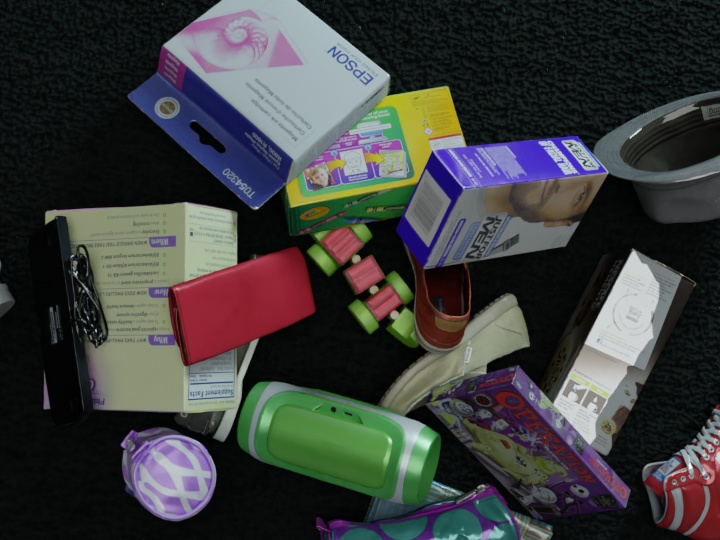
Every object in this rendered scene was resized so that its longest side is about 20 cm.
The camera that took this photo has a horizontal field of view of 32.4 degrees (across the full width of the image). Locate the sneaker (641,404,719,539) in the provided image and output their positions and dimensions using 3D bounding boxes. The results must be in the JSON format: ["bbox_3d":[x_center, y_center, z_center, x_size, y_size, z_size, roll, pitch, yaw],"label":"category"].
[{"bbox_3d":[0.369,0.189,1.331,0.111,0.071,0.202,12,88,-7],"label":"sneaker"}]

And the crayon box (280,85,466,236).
[{"bbox_3d":[0.011,-0.116,1.302,0.198,0.058,0.120,-10,59,-6],"label":"crayon box"}]

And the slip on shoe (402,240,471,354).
[{"bbox_3d":[0.085,-0.012,1.297,0.073,0.061,0.201,8,56,-14],"label":"slip on shoe"}]

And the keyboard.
[{"bbox_3d":[-0.278,0.049,1.210,0.039,0.104,0.202,-4,80,-40],"label":"keyboard"}]

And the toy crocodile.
[{"bbox_3d":[0.000,0.000,1.318,0.067,0.062,0.201,-37,89,-5],"label":"toy crocodile"}]

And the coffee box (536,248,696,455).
[{"bbox_3d":[0.259,0.084,1.307,0.079,0.113,0.201,28,86,-2],"label":"coffee box"}]

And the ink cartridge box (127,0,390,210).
[{"bbox_3d":[-0.105,-0.191,1.280,0.196,0.043,0.200,40,67,16],"label":"ink cartridge box"}]

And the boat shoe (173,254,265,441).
[{"bbox_3d":[-0.138,0.075,1.299,0.060,0.072,0.203,18,89,-8],"label":"boat shoe"}]

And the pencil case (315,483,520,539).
[{"bbox_3d":[0.059,0.278,1.274,0.198,0.085,0.093,-13,105,-6],"label":"pencil case"}]

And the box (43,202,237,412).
[{"bbox_3d":[-0.220,0.039,1.246,0.175,0.097,0.202,-2,85,26],"label":"box"}]

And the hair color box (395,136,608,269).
[{"bbox_3d":[0.145,-0.071,1.263,0.199,0.110,0.065,-11,50,-36],"label":"hair color box"}]

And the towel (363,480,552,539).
[{"bbox_3d":[0.093,0.309,1.328,0.199,0.022,0.148,20,86,-3],"label":"towel"}]

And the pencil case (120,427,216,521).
[{"bbox_3d":[-0.193,0.195,1.228,0.084,0.200,0.086,-43,97,-15],"label":"pencil case"}]

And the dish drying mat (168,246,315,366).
[{"bbox_3d":[-0.115,0.032,1.222,0.018,0.199,0.078,-4,100,36],"label":"dish drying mat"}]

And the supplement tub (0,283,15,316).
[{"bbox_3d":[-0.453,-0.020,1.243,0.145,0.145,0.201,-33,90,-5],"label":"supplement tub"}]

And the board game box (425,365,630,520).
[{"bbox_3d":[0.171,0.180,1.264,0.200,0.120,0.032,47,45,-22],"label":"board game box"}]

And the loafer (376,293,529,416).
[{"bbox_3d":[0.101,0.106,1.313,0.200,0.076,0.068,-39,84,-6],"label":"loafer"}]

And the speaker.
[{"bbox_3d":[-0.022,0.175,1.270,0.198,0.088,0.089,15,86,16],"label":"speaker"}]

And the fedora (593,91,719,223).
[{"bbox_3d":[0.356,-0.111,1.321,0.199,0.177,0.091,-27,118,-8],"label":"fedora"}]
